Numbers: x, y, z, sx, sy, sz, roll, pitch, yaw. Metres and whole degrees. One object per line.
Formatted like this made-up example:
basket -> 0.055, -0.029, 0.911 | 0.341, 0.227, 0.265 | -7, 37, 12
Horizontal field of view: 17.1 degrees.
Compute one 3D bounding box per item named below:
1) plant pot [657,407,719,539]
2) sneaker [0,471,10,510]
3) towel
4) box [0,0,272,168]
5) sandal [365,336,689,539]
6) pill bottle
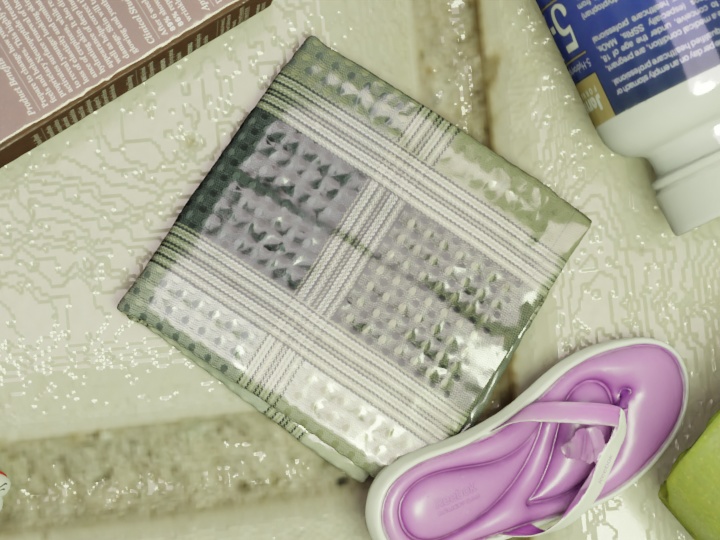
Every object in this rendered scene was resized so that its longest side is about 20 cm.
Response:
plant pot -> 0.264, 0.130, 1.254 | 0.184, 0.200, 0.200 | 41, 84, 12
sneaker -> -0.285, 0.096, 1.269 | 0.201, 0.067, 0.108 | 33, 83, -4
towel -> 0.000, 0.000, 1.316 | 0.200, 0.035, 0.193 | 34, 81, 2
box -> -0.153, -0.141, 1.293 | 0.200, 0.075, 0.100 | -31, 88, -7
sandal -> 0.100, 0.105, 1.286 | 0.202, 0.050, 0.083 | -28, 106, -16
pill bottle -> 0.168, -0.127, 1.288 | 0.119, 0.120, 0.201 | -24, 87, -5
